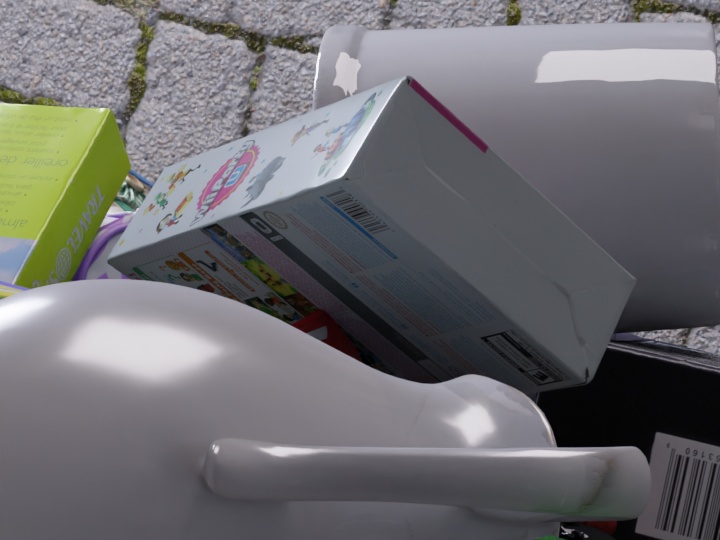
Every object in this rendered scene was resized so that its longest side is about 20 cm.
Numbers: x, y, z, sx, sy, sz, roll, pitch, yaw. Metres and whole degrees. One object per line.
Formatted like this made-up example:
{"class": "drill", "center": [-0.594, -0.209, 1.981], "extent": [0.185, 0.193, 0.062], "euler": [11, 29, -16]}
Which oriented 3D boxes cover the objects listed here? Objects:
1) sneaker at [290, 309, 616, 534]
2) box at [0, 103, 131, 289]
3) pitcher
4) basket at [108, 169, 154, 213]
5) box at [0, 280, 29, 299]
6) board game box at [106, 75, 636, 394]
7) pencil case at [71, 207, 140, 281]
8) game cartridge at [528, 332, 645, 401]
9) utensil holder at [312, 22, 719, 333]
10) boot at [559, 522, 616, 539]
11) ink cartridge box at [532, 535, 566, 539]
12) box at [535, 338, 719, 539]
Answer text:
{"class": "sneaker", "center": [0.023, 0.071, 0.953], "extent": [0.200, 0.116, 0.078], "euler": [12, -39, -41]}
{"class": "box", "center": [-0.202, -0.001, 1.048], "extent": [0.122, 0.200, 0.048], "euler": [4, -44, 21]}
{"class": "pitcher", "center": [-0.029, 0.063, 0.659], "extent": [0.200, 0.121, 0.172], "euler": [6, -13, -24]}
{"class": "basket", "center": [-0.190, -0.009, 1.432], "extent": [0.200, 0.139, 0.176], "euler": [25, -2, 36]}
{"class": "box", "center": [-0.194, 0.015, 0.768], "extent": [0.117, 0.048, 0.200], "euler": [14, 3, 27]}
{"class": "board game box", "center": [0.000, 0.000, 0.978], "extent": [0.148, 0.064, 0.200], "euler": [41, -31, -23]}
{"class": "pencil case", "center": [-0.173, -0.004, 1.154], "extent": [0.200, 0.086, 0.084], "euler": [11, 3, 43]}
{"class": "game cartridge", "center": [0.090, 0.072, 1.296], "extent": [0.129, 0.038, 0.200], "euler": [15, -27, -16]}
{"class": "utensil holder", "center": [0.085, -0.046, 1.132], "extent": [0.200, 0.170, 0.170], "euler": [-2, 0, 9]}
{"class": "boot", "center": [0.066, 0.104, 0.843], "extent": [0.200, 0.066, 0.165], "euler": [23, 7, 23]}
{"class": "ink cartridge box", "center": [0.110, 0.133, 0.521], "extent": [0.200, 0.083, 0.147], "euler": [15, 3, 20]}
{"class": "box", "center": [0.201, 0.110, 1.090], "extent": [0.200, 0.123, 0.198], "euler": [13, 3, 21]}
